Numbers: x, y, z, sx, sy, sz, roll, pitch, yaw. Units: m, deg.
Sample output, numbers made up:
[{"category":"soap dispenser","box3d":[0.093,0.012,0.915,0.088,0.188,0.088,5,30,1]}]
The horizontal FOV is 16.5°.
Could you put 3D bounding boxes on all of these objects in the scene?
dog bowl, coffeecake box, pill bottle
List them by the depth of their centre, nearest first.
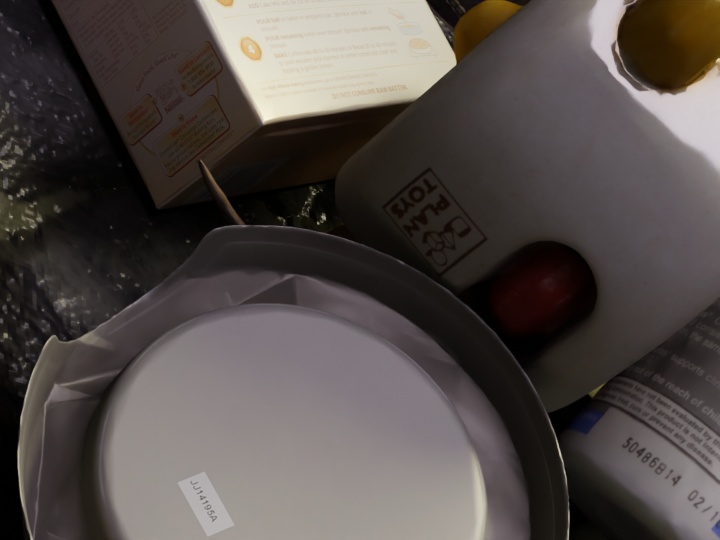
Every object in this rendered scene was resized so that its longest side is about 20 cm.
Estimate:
[{"category":"dog bowl","box3d":[-0.029,0.083,0.882,0.200,0.059,0.200,9,57,-14]},{"category":"pill bottle","box3d":[0.182,0.040,1.019,0.114,0.114,0.200,45,80,-12]},{"category":"coffeecake box","box3d":[-0.061,-0.137,1.062,0.153,0.073,0.200,-13,72,-52]}]

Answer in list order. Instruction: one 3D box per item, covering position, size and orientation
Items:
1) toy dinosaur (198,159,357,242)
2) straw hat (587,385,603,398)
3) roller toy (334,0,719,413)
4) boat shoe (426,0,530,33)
[{"category":"toy dinosaur","box3d":[0.000,0.000,1.048,0.106,0.060,0.200,48,25,13]},{"category":"straw hat","box3d":[0.128,-0.019,1.123,0.201,0.085,0.201,48,19,-23]},{"category":"roller toy","box3d":[0.087,-0.047,0.966,0.140,0.182,0.200,49,3,-2]},{"category":"boat shoe","box3d":[0.040,-0.164,1.114,0.200,0.073,0.065,53,8,-29]}]
